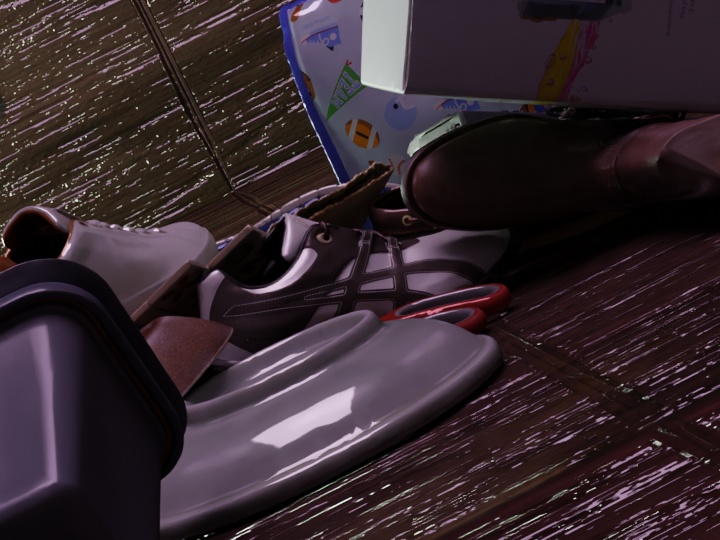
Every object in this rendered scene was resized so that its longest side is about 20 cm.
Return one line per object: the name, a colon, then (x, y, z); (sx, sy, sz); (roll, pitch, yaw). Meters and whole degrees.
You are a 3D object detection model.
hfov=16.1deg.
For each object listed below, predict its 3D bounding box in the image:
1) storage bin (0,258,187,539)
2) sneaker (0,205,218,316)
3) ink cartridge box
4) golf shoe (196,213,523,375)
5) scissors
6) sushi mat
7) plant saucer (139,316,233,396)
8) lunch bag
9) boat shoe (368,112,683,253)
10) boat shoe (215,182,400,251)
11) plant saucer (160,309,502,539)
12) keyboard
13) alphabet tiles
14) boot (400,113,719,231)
storage bin: (-0.171, 0.116, 1.071); (0.200, 0.146, 0.134); (-25, 34, 8)
sneaker: (-0.149, -0.009, 1.449); (0.073, 0.085, 0.200); (-19, 8, 30)
ink cartridge box: (0.109, -0.165, 1.430); (0.200, 0.145, 0.145); (4, 5, -10)
golf shoe: (0.000, 0.000, 1.425); (0.200, 0.095, 0.078); (-28, 6, -25)
scissors: (-0.016, 0.043, 1.369); (0.200, 0.014, 0.073); (-15, 16, 17)
sushi mat: (-0.043, 0.003, 1.590); (0.096, 0.012, 0.200); (-31, -15, -29)
plant saucer: (-0.147, 0.089, 1.301); (0.200, 0.034, 0.200); (-44, 5, 4)
lunch bag: (0.056, -0.130, 1.768); (0.170, 0.200, 0.124); (-25, 7, 22)
boat shoe: (0.101, -0.051, 1.516); (0.200, 0.070, 0.070); (-25, 18, 11)
boat shoe: (-0.038, -0.008, 1.725); (0.200, 0.072, 0.072); (-16, -12, 12)
plant saucer: (-0.031, 0.064, 1.224); (0.200, 0.050, 0.200); (-26, 7, 3)
keyboard: (0.137, -0.091, 1.590); (0.200, 0.021, 0.127); (-2, -10, -35)
alphabet tiles: (-0.104, 0.041, 1.489); (0.166, 0.006, 0.200); (-45, -14, 5)
boot: (0.133, -0.056, 1.352); (0.186, 0.064, 0.200); (-11, 6, -14)
